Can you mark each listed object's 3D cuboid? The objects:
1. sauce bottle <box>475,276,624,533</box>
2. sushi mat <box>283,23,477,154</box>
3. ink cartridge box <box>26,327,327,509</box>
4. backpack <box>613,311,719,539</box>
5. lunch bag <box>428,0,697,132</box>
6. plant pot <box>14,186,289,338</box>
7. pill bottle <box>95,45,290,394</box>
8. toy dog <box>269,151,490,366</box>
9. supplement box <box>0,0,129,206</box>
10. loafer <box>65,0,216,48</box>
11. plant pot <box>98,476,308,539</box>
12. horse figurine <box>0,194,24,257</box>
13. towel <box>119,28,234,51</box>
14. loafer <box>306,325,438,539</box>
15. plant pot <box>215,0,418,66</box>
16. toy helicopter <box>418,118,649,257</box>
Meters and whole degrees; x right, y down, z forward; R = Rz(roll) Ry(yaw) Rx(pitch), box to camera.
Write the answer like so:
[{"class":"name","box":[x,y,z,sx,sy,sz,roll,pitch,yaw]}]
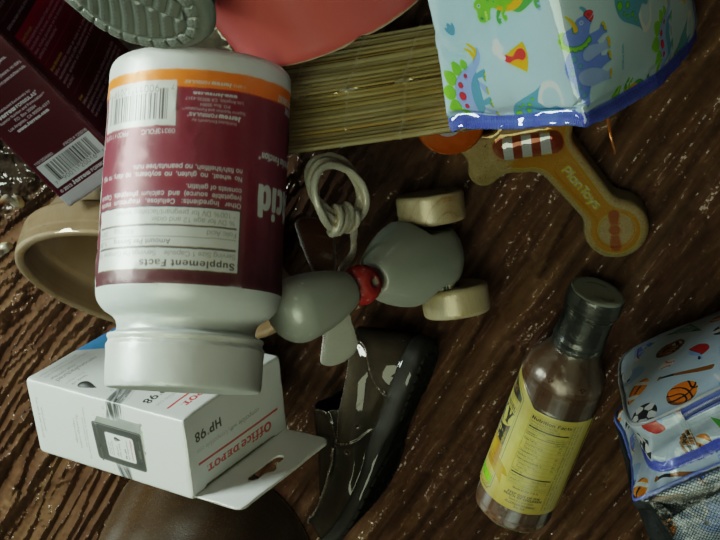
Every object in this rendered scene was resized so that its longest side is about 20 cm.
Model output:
[{"class":"sauce bottle","box":[0.141,0.097,1.051,0.064,0.065,0.201,21,118,7]},{"class":"sushi mat","box":[-0.004,-0.117,0.936,0.199,0.096,0.012,-5,147,28]},{"class":"ink cartridge box","box":[-0.137,0.104,1.084,0.199,0.116,0.067,10,117,33]},{"class":"backpack","box":[0.266,0.104,0.953,0.190,0.200,0.155,-19,110,11]},{"class":"lunch bag","box":[0.126,-0.190,0.843,0.127,0.200,0.171,5,116,44]},{"class":"plant pot","box":[-0.141,-0.025,1.043,0.200,0.093,0.201,9,158,4]},{"class":"pill bottle","box":[-0.103,-0.027,0.883,0.114,0.114,0.201,1,84,18]},{"class":"toy dog","box":[0.000,0.000,0.996,0.096,0.199,0.133,-6,79,44]},{"class":"supplement box","box":[-0.225,-0.151,0.931,0.061,0.109,0.200,-30,118,25]},{"class":"loafer","box":[-0.161,-0.201,0.844,0.199,0.070,0.075,31,146,11]},{"class":"plant pot","box":[-0.155,0.283,1.157,0.186,0.200,0.188,7,117,14]},{"class":"horse figurine","box":[-0.302,-0.059,1.078,0.050,0.133,0.201,0,114,18]},{"class":"towel","box":[-0.165,-0.148,1.049,0.199,0.035,0.133,-23,107,25]},{"class":"loafer","box":[-0.003,0.122,1.112,0.071,0.073,0.201,29,115,14]},{"class":"plant pot","box":[-0.048,-0.237,0.889,0.200,0.201,0.178,-14,120,23]},{"class":"toy helicopter","box":[0.134,-0.092,0.969,0.132,0.079,0.200,-36,111,20]}]
